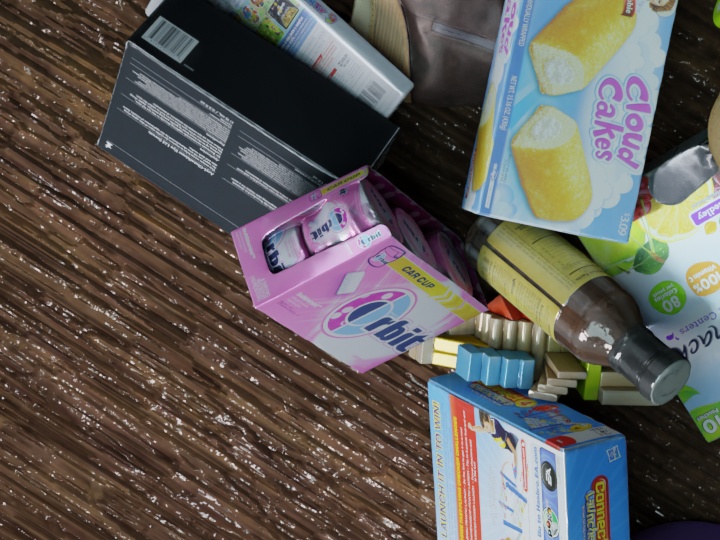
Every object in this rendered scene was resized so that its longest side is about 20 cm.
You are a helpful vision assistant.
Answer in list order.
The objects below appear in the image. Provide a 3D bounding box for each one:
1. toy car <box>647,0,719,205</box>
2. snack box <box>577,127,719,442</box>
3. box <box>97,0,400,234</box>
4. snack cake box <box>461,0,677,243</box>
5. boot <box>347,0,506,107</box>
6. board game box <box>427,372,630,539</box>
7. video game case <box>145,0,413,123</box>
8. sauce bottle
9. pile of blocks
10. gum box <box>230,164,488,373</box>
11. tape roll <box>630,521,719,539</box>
[{"bbox_3d":[0.294,-0.112,1.571,0.164,0.158,0.200,26,116,-3],"label":"toy car"},{"bbox_3d":[0.268,0.006,1.667,0.142,0.053,0.200,-30,95,23],"label":"snack box"},{"bbox_3d":[-0.087,-0.100,1.691,0.200,0.079,0.141,34,143,4],"label":"box"},{"bbox_3d":[0.151,-0.128,1.605,0.115,0.067,0.201,11,93,-8],"label":"snack cake box"},{"bbox_3d":[0.081,-0.214,1.654,0.166,0.072,0.201,12,111,3],"label":"boot"},{"bbox_3d":[0.127,0.194,1.698,0.056,0.196,0.201,-12,108,-25],"label":"board game box"},{"bbox_3d":[-0.064,-0.168,1.688,0.200,0.018,0.143,42,146,0],"label":"video game case"},{"bbox_3d":[0.160,0.026,1.651,0.200,0.065,0.065,44,117,34],"label":"sauce bottle"},{"bbox_3d":[0.132,0.055,1.706,0.199,0.082,0.062,8,106,13],"label":"pile of blocks"},{"bbox_3d":[0.000,0.000,1.645,0.113,0.200,0.066,-27,64,15],"label":"gum box"},{"bbox_3d":[0.255,0.299,1.738,0.199,0.066,0.201,5,102,24],"label":"tape roll"}]
